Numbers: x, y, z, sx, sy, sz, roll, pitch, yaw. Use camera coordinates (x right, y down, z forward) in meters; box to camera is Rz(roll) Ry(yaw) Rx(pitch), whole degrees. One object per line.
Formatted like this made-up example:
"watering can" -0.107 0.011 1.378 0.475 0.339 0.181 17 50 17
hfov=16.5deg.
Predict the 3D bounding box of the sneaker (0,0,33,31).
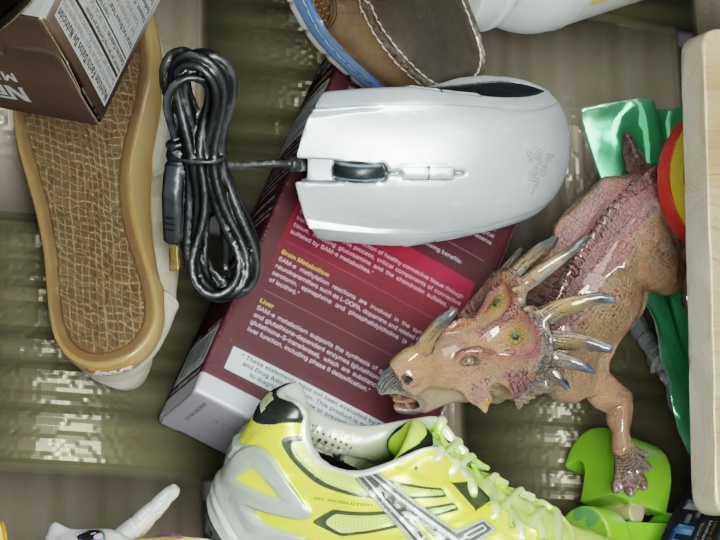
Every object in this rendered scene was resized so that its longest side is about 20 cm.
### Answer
"sneaker" -0.151 -0.184 1.020 0.106 0.075 0.200 27 87 24

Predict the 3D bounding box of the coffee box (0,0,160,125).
"coffee box" -0.136 -0.174 1.103 0.113 0.080 0.200 12 63 22

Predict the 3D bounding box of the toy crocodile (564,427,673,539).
"toy crocodile" 0.119 0.169 1.119 0.068 0.062 0.200 6 75 -36

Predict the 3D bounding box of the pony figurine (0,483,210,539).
"pony figurine" -0.172 0.154 0.980 0.200 0.167 0.193 12 60 1

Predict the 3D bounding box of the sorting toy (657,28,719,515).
"sorting toy" 0.218 0.005 1.075 0.200 0.070 0.199 2 84 -24

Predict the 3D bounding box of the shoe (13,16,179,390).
"shoe" -0.114 -0.041 1.113 0.070 0.053 0.200 -8 68 11

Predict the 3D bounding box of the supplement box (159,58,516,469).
"supplement box" 0.000 0.000 1.129 0.109 0.061 0.200 28 66 -10

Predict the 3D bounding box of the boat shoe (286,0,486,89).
"boat shoe" 0.000 -0.153 1.083 0.072 0.072 0.200 -48 113 -28

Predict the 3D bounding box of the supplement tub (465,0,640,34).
"supplement tub" 0.110 -0.197 1.189 0.200 0.145 0.145 -20 80 -25

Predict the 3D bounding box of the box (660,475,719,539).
"box" 0.209 0.182 1.114 0.199 0.050 0.200 42 57 -19

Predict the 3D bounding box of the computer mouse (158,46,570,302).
"computer mouse" 0.010 -0.047 1.073 0.200 0.044 0.110 -6 105 -24

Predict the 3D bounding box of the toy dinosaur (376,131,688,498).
"toy dinosaur" 0.098 0.004 1.087 0.086 0.136 0.200 16 62 27

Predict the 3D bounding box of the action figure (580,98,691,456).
"action figure" 0.167 0.020 1.188 0.118 0.055 0.200 -2 72 -22

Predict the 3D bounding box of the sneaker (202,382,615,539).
"sneaker" 0.037 0.107 1.035 0.200 0.076 0.075 15 24 -6
